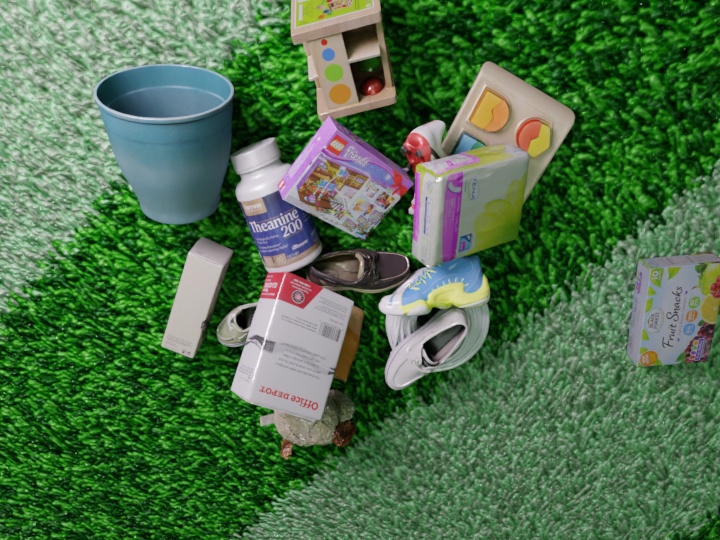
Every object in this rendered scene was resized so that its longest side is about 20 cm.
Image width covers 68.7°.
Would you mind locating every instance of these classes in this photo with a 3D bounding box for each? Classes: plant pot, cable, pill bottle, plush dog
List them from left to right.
[{"bbox_3d":[-0.289,-0.187,0.819,0.191,0.204,0.193,5,128,-2],"label":"plant pot"},{"bbox_3d":[-0.144,-0.108,0.886,0.107,0.112,0.206,-16,112,8],"label":"pill bottle"},{"bbox_3d":[-0.100,0.277,0.992,0.196,0.171,0.164,31,68,-11],"label":"plush dog"},{"bbox_3d":[0.143,0.095,0.992,0.191,0.070,0.208,-2,112,1],"label":"cable"}]

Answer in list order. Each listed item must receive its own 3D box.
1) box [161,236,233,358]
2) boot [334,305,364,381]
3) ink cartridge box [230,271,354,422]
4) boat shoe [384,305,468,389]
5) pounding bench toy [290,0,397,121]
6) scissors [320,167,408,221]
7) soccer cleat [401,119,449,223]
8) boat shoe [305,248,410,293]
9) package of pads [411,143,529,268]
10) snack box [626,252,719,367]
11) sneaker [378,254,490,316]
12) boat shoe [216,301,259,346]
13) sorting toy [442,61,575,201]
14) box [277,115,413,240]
[{"bbox_3d":[-0.302,0.051,0.973,0.066,0.083,0.205,22,113,-8],"label":"box"},{"bbox_3d":[-0.089,0.109,0.964,0.196,0.070,0.149,26,70,-16],"label":"boot"},{"bbox_3d":[-0.110,0.125,0.867,0.141,0.083,0.207,24,75,-31],"label":"ink cartridge box"},{"bbox_3d":[0.118,0.150,0.940,0.199,0.066,0.072,-43,106,15],"label":"boat shoe"},{"bbox_3d":[-0.022,-0.351,0.783,0.119,0.206,0.158,-10,145,8],"label":"pounding bench toy"},{"bbox_3d":[-0.010,-0.155,0.917,0.195,0.014,0.074,-29,110,13],"label":"scissors"},{"bbox_3d":[0.119,-0.147,0.869,0.085,0.068,0.204,-39,136,-23],"label":"soccer cleat"},{"bbox_3d":[0.000,0.000,0.933,0.192,0.065,0.076,-8,75,-10],"label":"boat shoe"},{"bbox_3d":[0.174,-0.109,0.835,0.194,0.068,0.160,-17,124,-26],"label":"package of pads"},{"bbox_3d":[0.586,0.076,0.986,0.136,0.053,0.208,-4,113,4],"label":"snack box"},{"bbox_3d":[0.122,0.017,0.899,0.192,0.076,0.110,-7,90,-7],"label":"sneaker"},{"bbox_3d":[-0.210,0.089,0.963,0.196,0.075,0.061,-24,157,36],"label":"boat shoe"},{"bbox_3d":[0.236,-0.209,0.879,0.180,0.037,0.205,24,111,-9],"label":"sorting toy"},{"bbox_3d":[-0.020,-0.140,0.853,0.137,0.040,0.197,-46,139,19],"label":"box"}]
